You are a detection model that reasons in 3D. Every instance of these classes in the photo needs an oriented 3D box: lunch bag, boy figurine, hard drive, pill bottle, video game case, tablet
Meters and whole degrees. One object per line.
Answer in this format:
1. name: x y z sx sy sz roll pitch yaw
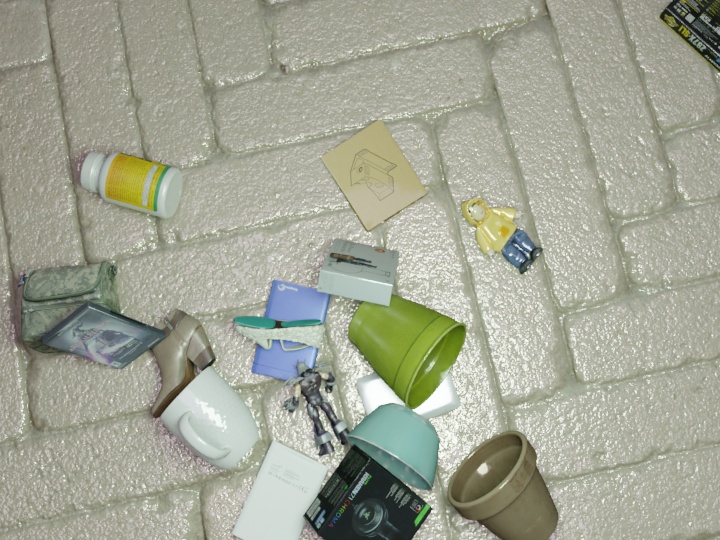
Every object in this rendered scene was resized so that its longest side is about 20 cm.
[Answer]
1. lunch bag: -0.608 0.071 1.662 0.195 0.140 0.171 -7 68 1
2. boy figurine: 0.302 -0.089 1.711 0.200 0.064 0.124 44 85 5
3. hard drive: -0.163 0.472 1.630 0.130 0.027 0.203 24 80 5
4. pill bottle: -0.496 -0.191 1.717 0.196 0.113 0.115 15 80 4
5. video game case: -0.514 0.135 1.597 0.142 0.199 0.019 -34 54 20
6. hard drive: -0.147 0.132 1.694 0.129 0.025 0.204 12 80 3
7. tablet: 0.101 0.258 1.673 0.196 0.014 0.133 -20 79 -3

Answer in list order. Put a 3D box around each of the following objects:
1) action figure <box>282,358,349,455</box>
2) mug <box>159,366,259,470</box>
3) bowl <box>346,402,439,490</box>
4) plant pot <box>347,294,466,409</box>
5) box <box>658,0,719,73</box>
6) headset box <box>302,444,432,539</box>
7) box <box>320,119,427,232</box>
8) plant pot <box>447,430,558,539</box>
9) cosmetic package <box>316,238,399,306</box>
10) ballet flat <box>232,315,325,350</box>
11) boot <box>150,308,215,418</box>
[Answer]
1. action figure: -0.092 0.276 1.636 0.128 0.069 0.203 -24 89 -20
2. mug: -0.297 0.311 1.577 0.175 0.200 0.148 44 98 1
3. bowl: 0.079 0.338 1.574 0.198 0.201 0.106 30 69 6
4. plant pot: 0.083 0.141 1.612 0.192 0.201 0.202 35 81 24
5. box: 0.807 -0.572 1.801 0.160 0.049 0.200 -44 82 -9
6. headset box: 0.020 0.480 1.559 0.200 0.092 0.175 42 80 -22
7. box: 0.030 -0.210 1.758 0.162 0.021 0.202 -32 81 -5
8. plant pot: 0.298 0.448 1.559 0.200 0.200 0.175 -43 98 -7
9. cosmetic package: 0.000 0.000 1.632 0.147 0.201 0.053 13 112 2
10. ballet flat: -0.171 0.135 1.650 0.195 0.072 0.073 2 79 2
11. boot: -0.404 0.188 1.673 0.200 0.070 0.146 -45 75 -8
